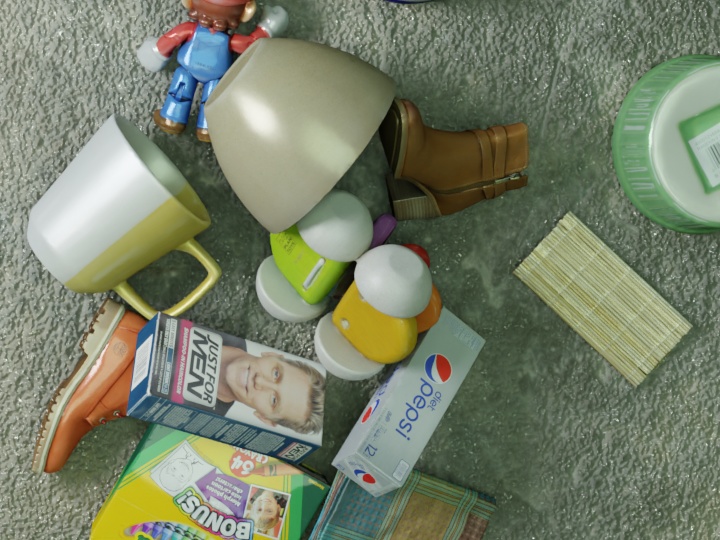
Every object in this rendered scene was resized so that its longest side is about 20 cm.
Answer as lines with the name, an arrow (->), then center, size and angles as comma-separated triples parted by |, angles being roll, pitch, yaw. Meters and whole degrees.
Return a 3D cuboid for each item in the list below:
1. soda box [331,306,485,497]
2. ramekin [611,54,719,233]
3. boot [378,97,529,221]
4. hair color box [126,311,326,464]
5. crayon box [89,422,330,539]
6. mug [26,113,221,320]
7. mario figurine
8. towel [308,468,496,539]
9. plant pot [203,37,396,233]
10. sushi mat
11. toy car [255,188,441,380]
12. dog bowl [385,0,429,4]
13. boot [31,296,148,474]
soda box -> 0.052, 0.139, 1.656 | 0.063, 0.068, 0.200 | 38, 61, -9
ramekin -> 0.383, -0.138, 1.702 | 0.199, 0.098, 0.201 | -1, 94, -8
boot -> 0.102, -0.125, 1.629 | 0.155, 0.200, 0.077 | -13, 53, -3
hair color box -> -0.136, 0.124, 1.627 | 0.199, 0.061, 0.100 | 19, 54, -24
crayon box -> -0.161, 0.254, 1.678 | 0.200, 0.058, 0.173 | 30, 91, -10
mug -> -0.249, -0.043, 1.601 | 0.153, 0.149, 0.187 | -40, 68, 5
mario figurine -> -0.155, -0.241, 1.648 | 0.123, 0.106, 0.201 | 4, 107, -44
towel -> 0.043, 0.287, 1.701 | 0.200, 0.022, 0.147 | 22, 92, -26
plant pot -> -0.079, -0.156, 1.576 | 0.134, 0.200, 0.201 | 38, 89, -15
sushi mat -> 0.272, 0.033, 1.745 | 0.200, 0.012, 0.096 | 42, 88, -8
toy car -> 0.000, 0.000, 1.643 | 0.200, 0.175, 0.150 | 43, 47, 8
dog bowl -> 0.055, -0.384, 1.650 | 0.199, 0.079, 0.201 | -1, 95, -8
boot -> -0.271, 0.141, 1.653 | 0.107, 0.075, 0.200 | 30, 89, -14
